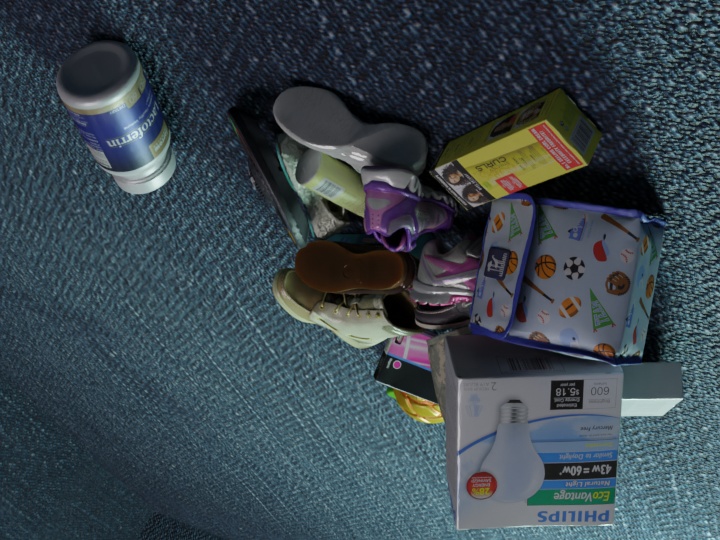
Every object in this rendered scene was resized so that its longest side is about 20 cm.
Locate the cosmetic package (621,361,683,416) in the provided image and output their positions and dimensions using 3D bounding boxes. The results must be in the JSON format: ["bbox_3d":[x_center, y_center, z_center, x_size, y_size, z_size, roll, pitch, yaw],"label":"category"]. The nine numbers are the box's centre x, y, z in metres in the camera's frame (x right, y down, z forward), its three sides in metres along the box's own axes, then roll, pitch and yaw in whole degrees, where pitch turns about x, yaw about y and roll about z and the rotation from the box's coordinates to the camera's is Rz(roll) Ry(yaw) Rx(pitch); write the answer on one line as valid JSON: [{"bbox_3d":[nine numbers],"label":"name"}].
[{"bbox_3d":[0.315,0.161,1.312,0.195,0.053,0.151,-1,161,6],"label":"cosmetic package"}]

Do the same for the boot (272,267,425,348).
[{"bbox_3d":[-0.015,0.046,1.413,0.198,0.073,0.154,32,155,-26],"label":"boot"}]

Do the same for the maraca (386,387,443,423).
[{"bbox_3d":[0.110,0.200,1.620,0.135,0.108,0.201,28,153,0],"label":"maraca"}]

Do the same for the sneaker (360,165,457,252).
[{"bbox_3d":[0.055,-0.063,1.201,0.079,0.090,0.199,4,173,28],"label":"sneaker"}]

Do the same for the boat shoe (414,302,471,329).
[{"bbox_3d":[0.156,0.027,1.308,0.197,0.073,0.064,-13,113,26],"label":"boat shoe"}]

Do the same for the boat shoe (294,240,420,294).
[{"bbox_3d":[0.000,0.000,1.340,0.197,0.072,0.070,9,-177,38],"label":"boat shoe"}]

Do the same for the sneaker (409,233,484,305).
[{"bbox_3d":[0.154,-0.001,1.225,0.196,0.090,0.081,2,-175,19],"label":"sneaker"}]

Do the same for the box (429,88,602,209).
[{"bbox_3d":[0.166,-0.128,1.086,0.075,0.051,0.199,42,150,-20],"label":"box"}]

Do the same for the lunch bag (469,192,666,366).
[{"bbox_3d":[0.221,0.006,1.108,0.197,0.174,0.123,13,-178,34],"label":"lunch bag"}]

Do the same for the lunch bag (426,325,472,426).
[{"bbox_3d":[0.157,0.161,1.359,0.115,0.167,0.200,-14,175,8],"label":"lunch bag"}]

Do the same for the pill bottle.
[{"bbox_3d":[-0.328,-0.204,1.354,0.114,0.117,0.201,17,151,21],"label":"pill bottle"}]

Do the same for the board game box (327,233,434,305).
[{"bbox_3d":[0.050,0.013,1.432,0.197,0.047,0.152,1,141,42],"label":"board game box"}]

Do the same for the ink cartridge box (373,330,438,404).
[{"bbox_3d":[0.127,0.155,1.510,0.197,0.096,0.037,21,-171,-11],"label":"ink cartridge box"}]

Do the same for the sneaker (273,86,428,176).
[{"bbox_3d":[-0.015,-0.155,1.200,0.197,0.076,0.089,23,164,8],"label":"sneaker"}]

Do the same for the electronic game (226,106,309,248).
[{"bbox_3d":[-0.121,-0.119,1.280,0.203,0.041,0.200,62,176,7],"label":"electronic game"}]

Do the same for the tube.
[{"bbox_3d":[0.002,-0.096,1.279,0.198,0.052,0.058,27,-161,-38],"label":"tube"}]

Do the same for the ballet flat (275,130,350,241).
[{"bbox_3d":[-0.057,-0.118,1.315,0.071,0.073,0.201,15,151,24],"label":"ballet flat"}]

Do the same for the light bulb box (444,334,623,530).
[{"bbox_3d":[0.201,0.190,1.181,0.194,0.125,0.204,-2,110,1],"label":"light bulb box"}]
